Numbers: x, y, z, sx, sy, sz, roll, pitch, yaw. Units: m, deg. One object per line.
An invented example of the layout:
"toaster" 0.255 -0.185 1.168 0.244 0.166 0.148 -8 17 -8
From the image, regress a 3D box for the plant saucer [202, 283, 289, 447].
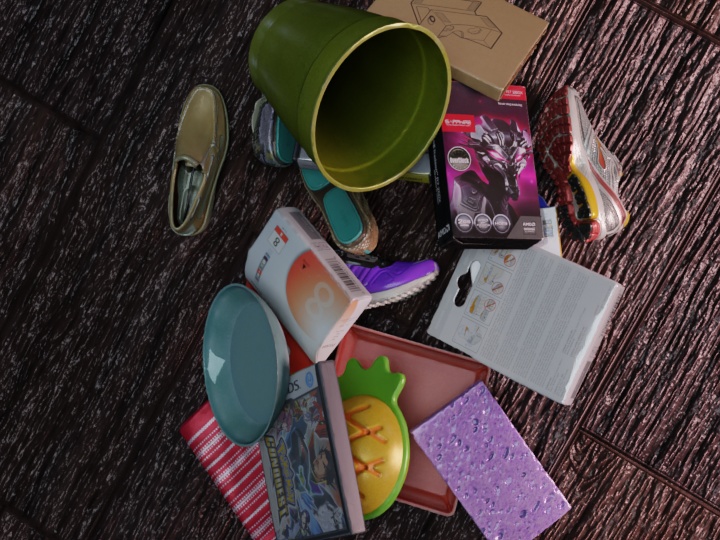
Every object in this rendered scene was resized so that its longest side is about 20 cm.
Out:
"plant saucer" -0.138 0.117 1.473 0.036 0.199 0.203 -2 89 -34

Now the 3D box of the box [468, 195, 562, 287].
"box" 0.198 0.003 1.491 0.117 0.041 0.203 -7 90 10

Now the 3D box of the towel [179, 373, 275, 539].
"towel" -0.137 0.239 1.537 0.144 0.022 0.201 -43 72 13

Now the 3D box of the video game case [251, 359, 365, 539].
"video game case" -0.068 0.226 1.430 0.180 0.025 0.203 -28 70 53

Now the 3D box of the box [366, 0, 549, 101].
"box" 0.117 -0.303 1.465 0.198 0.021 0.164 29 51 9

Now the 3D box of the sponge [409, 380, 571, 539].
"sponge" 0.162 0.248 1.472 0.111 0.030 0.201 -36 94 -3

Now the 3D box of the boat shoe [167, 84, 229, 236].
"boat shoe" -0.216 -0.146 1.549 0.071 0.076 0.203 5 90 11

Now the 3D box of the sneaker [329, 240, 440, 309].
"sneaker" 0.000 0.000 1.512 0.197 0.070 0.101 -17 84 9

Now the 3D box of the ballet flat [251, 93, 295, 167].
"ballet flat" -0.109 -0.235 1.536 0.071 0.072 0.203 7 84 10

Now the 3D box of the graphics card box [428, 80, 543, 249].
"graphics card box" 0.146 -0.127 1.423 0.124 0.051 0.203 2 75 -21

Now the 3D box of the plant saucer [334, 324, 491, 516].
"plant saucer" 0.051 0.189 1.517 0.197 0.037 0.203 15 92 11

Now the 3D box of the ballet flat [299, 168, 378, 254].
"ballet flat" -0.028 -0.100 1.514 0.070 0.065 0.202 -27 59 15

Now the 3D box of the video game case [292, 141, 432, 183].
"video game case" 0.020 -0.214 1.491 0.178 0.026 0.203 7 70 10

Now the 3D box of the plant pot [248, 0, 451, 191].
"plant pot" -0.030 -0.227 1.380 0.193 0.200 0.202 39 97 39

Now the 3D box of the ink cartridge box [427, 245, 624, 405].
"ink cartridge box" 0.203 0.052 1.459 0.198 0.050 0.164 27 95 26

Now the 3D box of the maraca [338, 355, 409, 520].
"maraca" 0.003 0.206 1.457 0.135 0.107 0.203 -6 71 29

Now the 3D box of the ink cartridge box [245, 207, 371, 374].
"ink cartridge box" -0.097 0.048 1.482 0.163 0.050 0.201 49 117 23

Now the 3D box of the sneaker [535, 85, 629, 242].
"sneaker" 0.276 -0.133 1.468 0.081 0.078 0.203 -6 77 -27
